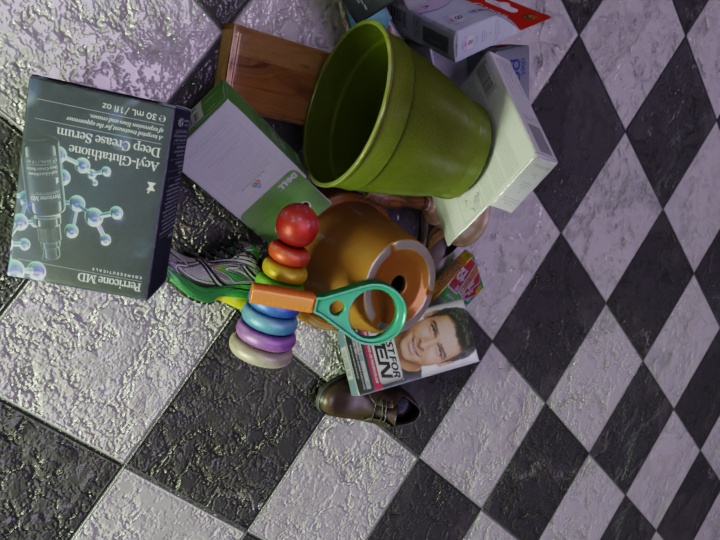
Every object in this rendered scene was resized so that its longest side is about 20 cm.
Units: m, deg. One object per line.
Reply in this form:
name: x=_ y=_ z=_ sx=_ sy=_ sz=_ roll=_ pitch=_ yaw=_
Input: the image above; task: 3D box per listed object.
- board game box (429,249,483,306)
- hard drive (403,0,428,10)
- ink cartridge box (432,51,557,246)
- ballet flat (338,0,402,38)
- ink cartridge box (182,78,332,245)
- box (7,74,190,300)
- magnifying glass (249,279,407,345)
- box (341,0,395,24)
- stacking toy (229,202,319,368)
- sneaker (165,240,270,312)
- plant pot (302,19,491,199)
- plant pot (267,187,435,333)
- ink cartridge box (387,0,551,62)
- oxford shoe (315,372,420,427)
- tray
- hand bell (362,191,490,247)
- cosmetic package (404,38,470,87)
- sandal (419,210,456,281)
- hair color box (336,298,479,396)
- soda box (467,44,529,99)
board game box: x=0.125 y=0.067 z=1.210 sx=0.200 sy=0.030 sz=0.096 roll=-44 pitch=142 yaw=-11
hard drive: x=0.142 y=-0.416 z=0.973 sx=0.027 sy=0.130 sz=0.201 roll=55 pitch=39 yaw=-18
ink cartridge box: x=0.159 y=-0.157 z=0.976 sx=0.044 sy=0.203 sz=0.177 roll=13 pitch=136 yaw=-30
ballet flat: x=0.019 y=-0.312 z=1.001 sx=0.075 sy=0.064 sz=0.202 roll=-38 pitch=114 yaw=-15
ink cartridge box: x=-0.137 y=-0.126 z=0.919 sx=0.103 sy=0.060 sz=0.200 roll=-39 pitch=128 yaw=12
box: x=-0.273 y=-0.088 z=0.780 sx=0.145 sy=0.107 sz=0.205 roll=10 pitch=99 yaw=-6
magnifying glass: x=-0.036 y=0.043 z=0.888 sx=0.195 sy=0.022 sz=0.081 roll=11 pitch=105 yaw=-16
box: x=0.075 y=-0.424 z=0.882 sx=0.118 sy=0.198 sz=0.197 roll=53 pitch=53 yaw=-19
stacking toy: x=-0.100 y=0.014 z=0.915 sx=0.084 sy=0.085 sz=0.204 roll=8 pitch=105 yaw=-39
sneaker: x=-0.181 y=-0.007 z=0.932 sx=0.198 sy=0.078 sz=0.086 roll=16 pitch=107 yaw=-48
plant pot: x=0.057 y=-0.179 z=0.924 sx=0.190 sy=0.199 sz=0.205 roll=14 pitch=96 yaw=-31
plant pot: x=0.000 y=0.000 z=1.010 sx=0.197 sy=0.182 sz=0.205 roll=-13 pitch=112 yaw=-34
ink cartridge box: x=0.146 y=-0.368 z=1.023 sx=0.198 sy=0.162 sz=0.058 roll=-33 pitch=140 yaw=-24
oxford shoe: x=0.019 y=0.207 z=1.156 sx=0.197 sy=0.084 sz=0.074 roll=9 pitch=101 yaw=-38
tray: x=-0.092 y=-0.244 z=0.957 sx=0.197 sy=0.037 sz=0.101 roll=4 pitch=101 yaw=-38
hand bell: x=0.082 y=-0.098 z=1.047 sx=0.197 sy=0.103 sz=0.107 roll=7 pitch=100 yaw=-38
cosmetic package: x=0.139 y=-0.261 z=1.104 sx=0.112 sy=0.081 sz=0.203 roll=-32 pitch=123 yaw=-23
sandal: x=0.128 y=-0.050 z=1.179 sx=0.079 sy=0.054 sz=0.205 roll=9 pitch=98 yaw=-39
hair color box: x=0.072 y=0.116 z=1.116 sx=0.196 sy=0.061 sz=0.101 roll=-14 pitch=84 yaw=-15
soda box: x=0.203 y=-0.221 z=1.073 sx=0.067 sy=0.063 sz=0.205 roll=-17 pitch=114 yaw=-30
